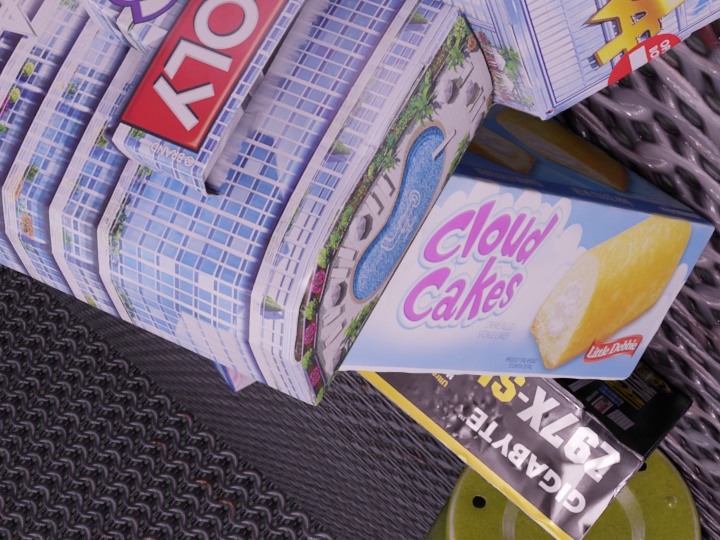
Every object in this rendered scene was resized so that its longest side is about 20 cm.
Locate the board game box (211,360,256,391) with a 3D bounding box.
[{"bbox_3d":[-0.121,-0.063,1.090,0.200,0.041,0.201,48,162,50],"label":"board game box"}]

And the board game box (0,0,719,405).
[{"bbox_3d":[-0.010,-0.078,0.521,0.198,0.201,0.062,21,160,27],"label":"board game box"}]

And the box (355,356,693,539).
[{"bbox_3d":[0.053,0.031,0.809,0.159,0.049,0.200,41,-169,9],"label":"box"}]

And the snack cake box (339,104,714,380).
[{"bbox_3d":[0.017,-0.023,0.639,0.115,0.068,0.199,38,-163,29],"label":"snack cake box"}]

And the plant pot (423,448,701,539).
[{"bbox_3d":[0.110,0.178,1.059,0.200,0.200,0.194,39,157,22],"label":"plant pot"}]
